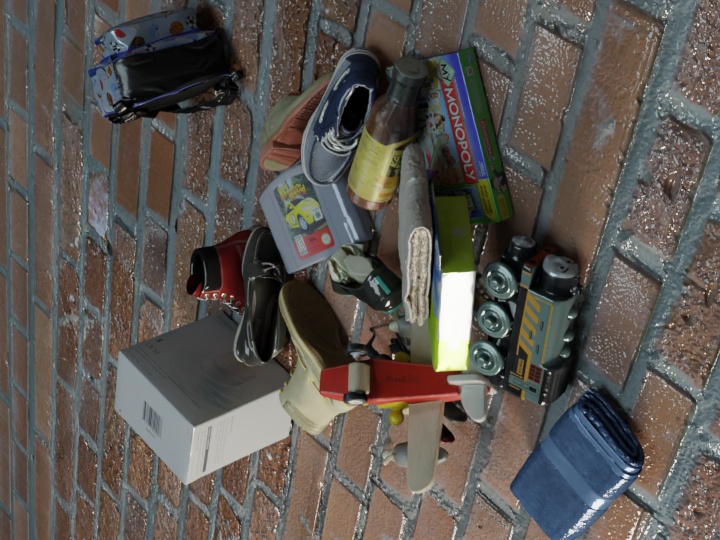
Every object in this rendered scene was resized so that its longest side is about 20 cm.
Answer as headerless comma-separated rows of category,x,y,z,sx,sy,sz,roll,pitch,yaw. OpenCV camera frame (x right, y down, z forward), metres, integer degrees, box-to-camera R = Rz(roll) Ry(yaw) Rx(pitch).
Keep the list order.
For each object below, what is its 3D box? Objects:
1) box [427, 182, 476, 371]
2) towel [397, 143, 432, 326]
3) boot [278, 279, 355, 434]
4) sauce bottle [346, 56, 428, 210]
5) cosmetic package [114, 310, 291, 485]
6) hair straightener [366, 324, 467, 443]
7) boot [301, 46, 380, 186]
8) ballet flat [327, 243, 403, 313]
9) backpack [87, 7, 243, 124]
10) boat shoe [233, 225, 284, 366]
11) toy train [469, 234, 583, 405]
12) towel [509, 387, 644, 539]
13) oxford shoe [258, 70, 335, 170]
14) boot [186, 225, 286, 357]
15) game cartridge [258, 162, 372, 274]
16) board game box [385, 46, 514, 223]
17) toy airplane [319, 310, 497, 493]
box,0.104,0.009,1.593,0.201,0.047,0.123,90,177,-47
towel,0.062,-0.038,1.600,0.201,0.034,0.134,89,177,-52
boot,-0.080,0.128,1.952,0.201,0.072,0.155,58,144,9
sauce bottle,0.034,-0.161,1.613,0.066,0.066,0.201,47,141,25
cosmetic package,-0.237,0.188,2.070,0.199,0.199,0.124,39,132,33
hair straightener,0.074,0.135,1.797,0.200,0.041,0.077,48,119,33
boot,-0.028,-0.173,1.686,0.091,0.072,0.201,-89,15,-54
ballet flat,0.000,0.000,1.753,0.069,0.068,0.200,50,168,-22
backpack,-0.300,-0.283,1.930,0.190,0.199,0.156,-17,90,60
boat shoe,-0.136,0.038,1.944,0.057,0.066,0.202,7,89,53
toy train,0.196,0.058,1.561,0.113,0.085,0.202,25,125,28
towel,0.257,0.235,1.595,0.112,0.048,0.201,52,140,20
oxford shoe,-0.080,-0.211,1.780,0.200,0.070,0.074,-39,54,42
boot,-0.187,0.050,1.984,0.072,0.144,0.202,11,117,47
game cartridge,-0.066,-0.079,1.857,0.199,0.041,0.134,-23,85,54
board game box,0.104,-0.154,1.606,0.134,0.029,0.202,-2,106,53
toy airplane,0.074,0.146,1.702,0.199,0.200,0.141,45,168,14
